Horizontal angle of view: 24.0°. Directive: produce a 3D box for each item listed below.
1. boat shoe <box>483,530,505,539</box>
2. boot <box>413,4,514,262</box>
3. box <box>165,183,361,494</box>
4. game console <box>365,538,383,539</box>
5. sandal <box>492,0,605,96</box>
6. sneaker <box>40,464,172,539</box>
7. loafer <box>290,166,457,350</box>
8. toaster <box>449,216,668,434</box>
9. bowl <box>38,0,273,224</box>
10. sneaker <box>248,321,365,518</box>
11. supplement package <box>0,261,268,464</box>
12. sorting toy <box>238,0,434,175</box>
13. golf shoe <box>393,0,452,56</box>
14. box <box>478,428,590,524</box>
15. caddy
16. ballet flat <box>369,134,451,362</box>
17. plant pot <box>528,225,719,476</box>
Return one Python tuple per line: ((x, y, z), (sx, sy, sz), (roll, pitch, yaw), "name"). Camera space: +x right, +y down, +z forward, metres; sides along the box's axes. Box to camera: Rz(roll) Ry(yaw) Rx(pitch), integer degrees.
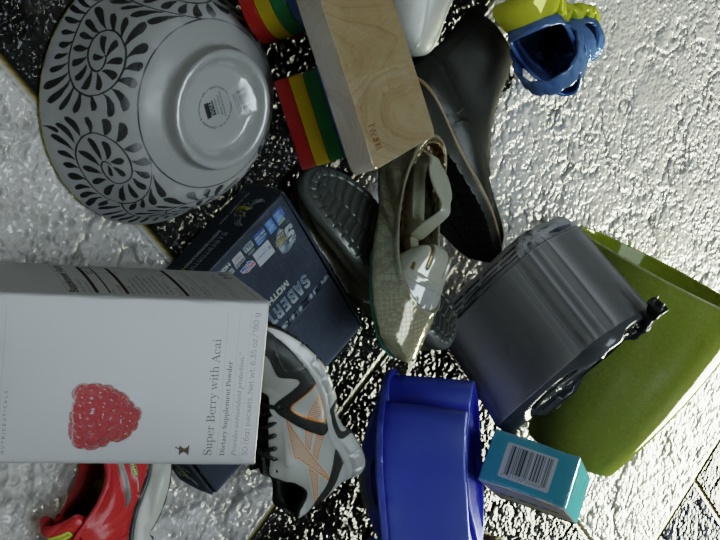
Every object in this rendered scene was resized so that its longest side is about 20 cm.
((0.073, 0.319, 1.582), (0.200, 0.068, 0.072), (-44, 130, -24), "boat shoe")
((0.108, -0.120, 1.497), (0.138, 0.077, 0.200), (-48, 130, -29), "boot")
((-0.103, 0.054, 1.356), (0.200, 0.051, 0.158), (-47, 130, -23), "box")
((-0.063, 0.330, 1.429), (0.200, 0.171, 0.119), (-32, 95, -34), "game console")
((0.171, -0.192, 1.490), (0.200, 0.079, 0.087), (-8, 80, -66), "sandal")
((-0.209, 0.215, 1.293), (0.085, 0.077, 0.201), (16, 80, -39), "sneaker")
((0.000, 0.000, 1.422), (0.200, 0.070, 0.075), (51, 37, -21), "loafer")
((0.165, 0.043, 1.507), (0.113, 0.129, 0.200), (-24, 162, -50), "toaster")
((-0.129, -0.124, 1.253), (0.200, 0.094, 0.202), (-14, 112, -40), "bowl")
((-0.060, 0.118, 1.330), (0.080, 0.074, 0.200), (-44, 131, -23), "sneaker")
((-0.179, 0.065, 1.192), (0.199, 0.120, 0.122), (2, 100, -19), "supplement package")
((-0.025, -0.177, 1.300), (0.200, 0.069, 0.200), (-37, 110, -71), "sorting toy")
((0.069, -0.275, 1.402), (0.072, 0.092, 0.201), (5, 99, -45), "golf shoe")
((0.164, 0.192, 1.560), (0.200, 0.082, 0.049), (50, 58, -75), "box")
((0.050, 0.185, 1.485), (0.141, 0.104, 0.201), (-62, 149, -68), "caddy")
((0.044, -0.025, 1.378), (0.067, 0.062, 0.201), (26, 53, -42), "ballet flat")
((0.246, 0.088, 1.627), (0.187, 0.187, 0.201), (18, 103, -44), "plant pot")
